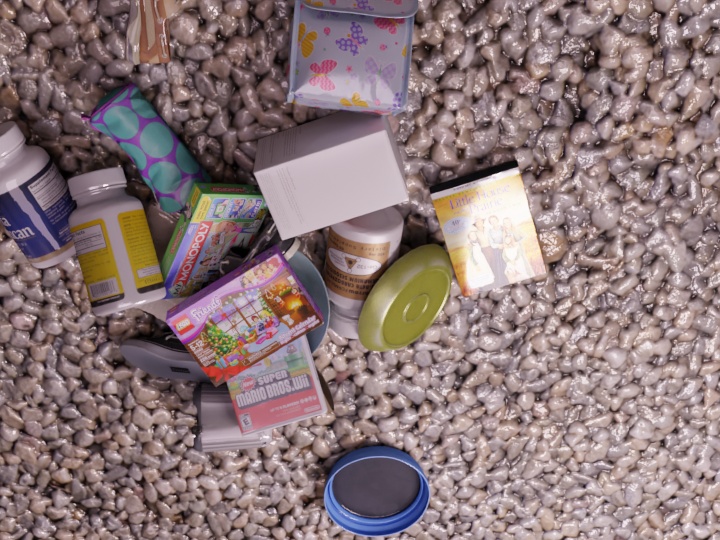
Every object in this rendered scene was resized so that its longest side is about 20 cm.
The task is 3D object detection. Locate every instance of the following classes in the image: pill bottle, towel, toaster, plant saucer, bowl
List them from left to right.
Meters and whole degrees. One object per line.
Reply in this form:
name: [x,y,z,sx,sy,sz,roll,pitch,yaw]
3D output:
pill bottle: [-0.491,-0.113,1.409,0.110,0.111,0.201,-21,119,10]
pill bottle: [-0.361,-0.043,1.391,0.110,0.111,0.202,-14,93,6]
towel: [-0.310,-0.013,1.520,0.132,0.035,0.201,26,116,-14]
toaster: [-0.213,0.240,1.586,0.128,0.200,0.115,-1,87,-7]
plant saucer: [-0.131,0.054,1.527,0.199,0.039,0.203,3,98,25]
pill bottle: [0.000,0.000,1.490,0.113,0.115,0.202,4,120,-4]
bowl: [0.030,0.410,1.775,0.198,0.040,0.202,-1,121,-1]
plant saucer: [0.079,0.052,1.500,0.199,0.031,0.201,-32,143,-28]

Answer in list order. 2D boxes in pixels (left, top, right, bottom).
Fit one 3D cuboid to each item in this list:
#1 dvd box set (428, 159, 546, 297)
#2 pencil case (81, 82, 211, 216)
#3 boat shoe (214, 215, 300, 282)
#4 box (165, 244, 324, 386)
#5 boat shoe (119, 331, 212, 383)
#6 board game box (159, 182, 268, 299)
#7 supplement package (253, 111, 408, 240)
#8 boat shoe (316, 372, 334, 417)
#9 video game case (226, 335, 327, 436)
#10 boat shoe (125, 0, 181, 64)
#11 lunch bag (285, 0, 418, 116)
dvd box set: [0.204,-0.063,1.508,0.145,0.030,0.201,-16,120,8]
pencil case: [-0.308,-0.175,1.395,0.092,0.085,0.201,-35,116,3]
boat shoe: [-0.187,-0.004,1.465,0.199,0.072,0.068,-38,111,9]
box: [-0.173,0.070,1.437,0.199,0.039,0.137,-31,113,7]
boat shoe: [-0.304,0.133,1.585,0.197,0.068,0.074,4,136,24]
board game box: [-0.226,-0.043,1.447,0.134,0.029,0.201,-5,133,-45]
supplement package: [-0.041,-0.148,1.397,0.198,0.122,0.121,-17,120,9]
boat shoe: [-0.109,0.176,1.614,0.067,0.072,0.201,-18,119,8]
video game case: [-0.146,0.144,1.491,0.142,0.017,0.202,-17,90,7]
boat shoe: [-0.277,-0.373,1.292,0.071,0.076,0.201,7,129,-10]
lunch bag: [-0.013,-0.321,1.287,0.168,0.127,0.202,7,92,-7]
